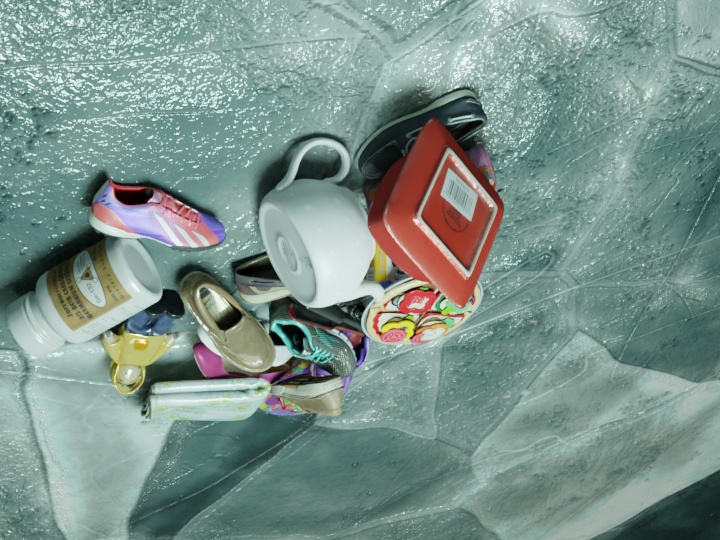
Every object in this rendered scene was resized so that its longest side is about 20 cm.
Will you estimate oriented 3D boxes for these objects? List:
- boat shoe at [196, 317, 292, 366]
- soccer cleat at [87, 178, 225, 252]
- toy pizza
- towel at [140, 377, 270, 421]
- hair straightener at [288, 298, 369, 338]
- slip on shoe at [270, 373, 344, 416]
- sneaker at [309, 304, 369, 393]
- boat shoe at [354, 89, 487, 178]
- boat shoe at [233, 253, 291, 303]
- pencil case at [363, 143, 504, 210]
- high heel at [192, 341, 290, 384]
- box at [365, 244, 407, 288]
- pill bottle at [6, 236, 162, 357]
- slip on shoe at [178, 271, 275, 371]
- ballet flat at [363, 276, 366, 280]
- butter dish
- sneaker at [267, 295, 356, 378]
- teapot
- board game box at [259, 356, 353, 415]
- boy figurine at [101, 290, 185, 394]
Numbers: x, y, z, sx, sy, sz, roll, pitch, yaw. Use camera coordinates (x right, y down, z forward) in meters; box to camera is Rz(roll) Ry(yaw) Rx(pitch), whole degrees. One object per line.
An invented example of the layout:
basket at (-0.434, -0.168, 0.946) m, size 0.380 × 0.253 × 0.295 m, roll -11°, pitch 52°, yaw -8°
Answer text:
boat shoe at (-0.174, 0.108, 1.655) m, size 0.068 × 0.072 × 0.200 m, roll -38°, pitch 138°, yaw 25°
soccer cleat at (-0.271, -0.077, 1.408) m, size 0.200 × 0.068 × 0.073 m, roll 10°, pitch 128°, yaw -30°
toy pizza at (0.100, 0.067, 1.599) m, size 0.200 × 0.032 × 0.200 m, roll -12°, pitch 146°, yaw -8°
towel at (-0.262, 0.220, 1.708) m, size 0.199 × 0.048 × 0.171 m, roll -1°, pitch 164°, yaw -17°
hair straightener at (-0.015, 0.075, 1.623) m, size 0.200 × 0.041 × 0.077 m, roll 24°, pitch 130°, yaw -32°
slip on shoe at (-0.089, 0.211, 1.713) m, size 0.076 × 0.061 × 0.200 m, roll -18°, pitch -175°, yaw -36°
sneaker at (-0.031, 0.153, 1.750) m, size 0.080 × 0.084 × 0.200 m, roll 1°, pitch 127°, yaw -22°
boat shoe at (0.087, -0.182, 1.451) m, size 0.200 × 0.062 × 0.075 m, roll -26°, pitch 143°, yaw 6°
boat shoe at (-0.098, -0.006, 1.564) m, size 0.199 × 0.072 × 0.065 m, roll -16°, pitch 146°, yaw 3°
pencil case at (0.106, -0.119, 1.517) m, size 0.200 × 0.088 × 0.088 m, roll -22°, pitch 141°, yaw -2°
high heel at (-0.198, 0.152, 1.695) m, size 0.096 × 0.067 × 0.200 m, roll -21°, pitch 148°, yaw 15°
box at (0.104, -0.021, 1.608) m, size 0.199 × 0.119 × 0.041 m, roll 0°, pitch 180°, yaw -23°
pill bottle at (-0.393, 0.038, 1.443) m, size 0.200 × 0.115 × 0.114 m, roll -29°, pitch 141°, yaw 9°
slip on shoe at (-0.196, 0.083, 1.556) m, size 0.076 × 0.061 × 0.200 m, roll -43°, pitch 115°, yaw -17°
ballet flat at (0.000, 0.000, 1.620) m, size 0.200 × 0.069 × 0.063 m, roll -19°, pitch 134°, yaw -4°
butter dish at (0.081, -0.072, 1.409) m, size 0.148 × 0.200 × 0.200 m, roll -8°, pitch 136°, yaw 45°
sneaker at (-0.084, 0.118, 1.647) m, size 0.078 × 0.091 × 0.200 m, roll -35°, pitch 114°, yaw 24°
teapot at (-0.046, -0.056, 1.460) m, size 0.146 × 0.198 × 0.200 m, roll -27°, pitch 159°, yaw -23°
board game box at (-0.097, 0.217, 1.845) m, size 0.158 × 0.039 × 0.200 m, roll 19°, pitch 126°, yaw -39°
boy figurine at (-0.350, 0.113, 1.593) m, size 0.124 × 0.065 × 0.200 m, roll 9°, pitch 129°, yaw -36°
